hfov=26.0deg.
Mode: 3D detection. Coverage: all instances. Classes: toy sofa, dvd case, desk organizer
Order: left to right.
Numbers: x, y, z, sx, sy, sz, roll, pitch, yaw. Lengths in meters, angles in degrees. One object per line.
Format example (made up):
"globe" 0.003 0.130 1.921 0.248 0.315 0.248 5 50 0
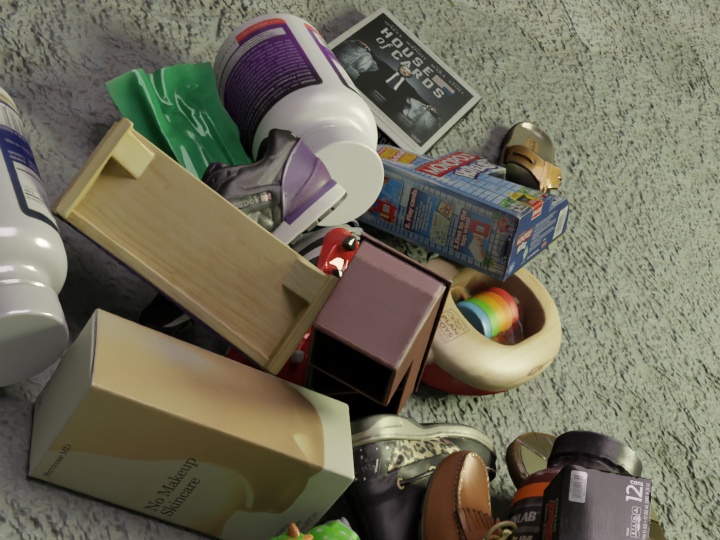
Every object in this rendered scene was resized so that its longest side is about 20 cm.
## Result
"toy sofa" -0.117 -0.015 1.105 0.199 0.083 0.098 37 -7 -8
"desk organizer" 0.005 0.063 1.119 0.071 0.201 0.077 28 65 8
"dvd case" 0.034 -0.190 1.603 0.150 0.025 0.200 42 35 1

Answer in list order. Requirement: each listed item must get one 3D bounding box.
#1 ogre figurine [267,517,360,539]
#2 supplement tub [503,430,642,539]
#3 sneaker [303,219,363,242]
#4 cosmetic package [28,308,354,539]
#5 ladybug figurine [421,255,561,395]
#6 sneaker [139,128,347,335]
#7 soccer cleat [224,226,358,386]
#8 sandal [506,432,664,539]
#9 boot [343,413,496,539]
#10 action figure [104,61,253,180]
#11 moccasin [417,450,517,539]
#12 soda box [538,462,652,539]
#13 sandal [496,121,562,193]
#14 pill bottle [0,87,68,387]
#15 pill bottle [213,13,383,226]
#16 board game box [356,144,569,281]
"ogre figurine" -0.049 0.230 0.999 0.198 0.098 0.121 -15 73 -18
"supplement tub" 0.149 0.220 1.132 0.106 0.107 0.202 30 58 -14
"sneaker" 0.000 0.000 1.305 0.071 0.080 0.201 10 42 -37
"cosmetic package" -0.113 0.114 1.052 0.198 0.105 0.072 21 37 -24
"ladybug figurine" 0.097 0.052 1.352 0.136 0.072 0.199 51 35 16
"sneaker" -0.108 -0.031 1.192 0.200 0.076 0.088 -42 97 -28
"soccer cleat" -0.066 0.043 1.207 0.201 0.084 0.069 -57 131 -31
"sandal" 0.180 0.195 1.287 0.199 0.054 0.082 26 38 -46
"boot" 0.051 0.194 1.161 0.203 0.073 0.156 19 52 -55
"action figure" -0.126 -0.073 1.282 0.117 0.055 0.202 -20 76 -41
"moccasin" 0.082 0.208 1.043 0.074 0.077 0.203 48 29 -35
"soda box" 0.146 0.235 1.018 0.062 0.071 0.202 11 65 -3
"sandal" 0.184 -0.103 1.623 0.081 0.055 0.201 33 35 -11
"pill bottle" -0.263 -0.026 1.054 0.110 0.111 0.201 6 47 -40
"pill bottle" -0.051 -0.128 1.339 0.110 0.112 0.201 15 28 -32
"board game box" 0.075 -0.069 1.416 0.198 0.062 0.200 19 19 17
